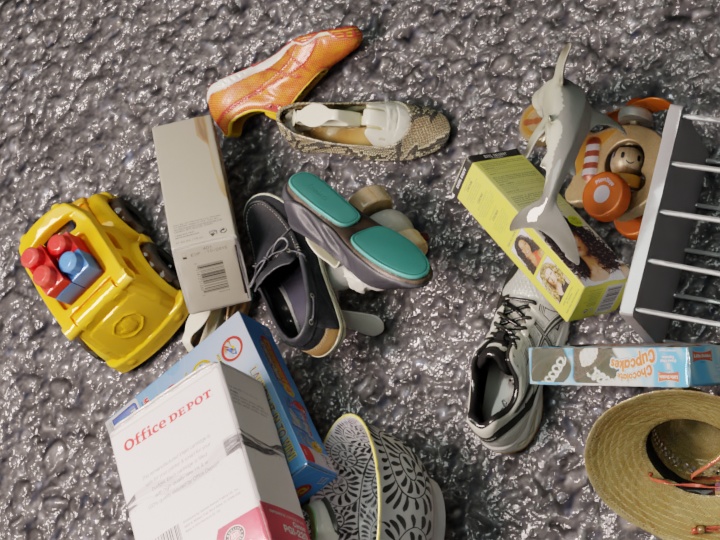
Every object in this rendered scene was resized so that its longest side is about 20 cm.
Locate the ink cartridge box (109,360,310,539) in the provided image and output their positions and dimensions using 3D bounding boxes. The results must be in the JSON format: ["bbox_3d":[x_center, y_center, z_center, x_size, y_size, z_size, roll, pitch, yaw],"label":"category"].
[{"bbox_3d":[-0.143,0.210,1.494,0.145,0.085,0.201,-33,57,19],"label":"ink cartridge box"}]

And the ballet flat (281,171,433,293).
[{"bbox_3d":[-0.005,-0.023,1.573,0.200,0.073,0.073,38,93,31],"label":"ballet flat"}]

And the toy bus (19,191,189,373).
[{"bbox_3d":[-0.310,-0.008,1.749,0.136,0.192,0.200,-44,59,10],"label":"toy bus"}]

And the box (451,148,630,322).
[{"bbox_3d":[0.179,-0.038,1.568,0.200,0.075,0.050,50,135,32],"label":"box"}]

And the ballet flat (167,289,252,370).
[{"bbox_3d":[-0.171,0.095,1.713,0.067,0.072,0.202,11,80,35],"label":"ballet flat"}]

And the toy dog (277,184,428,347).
[{"bbox_3d":[0.000,0.000,1.664,0.199,0.096,0.133,-27,66,33],"label":"toy dog"}]

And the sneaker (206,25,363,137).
[{"bbox_3d":[-0.077,-0.212,1.778,0.199,0.073,0.078,-28,85,21],"label":"sneaker"}]

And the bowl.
[{"bbox_3d":[0.024,0.244,1.537,0.200,0.093,0.203,-173,90,-71],"label":"bowl"}]

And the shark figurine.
[{"bbox_3d":[0.208,-0.123,1.509,0.089,0.129,0.216,16,47,-7],"label":"shark figurine"}]

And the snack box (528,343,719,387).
[{"bbox_3d":[0.260,0.084,1.429,0.199,0.115,0.038,-4,87,53],"label":"snack box"}]

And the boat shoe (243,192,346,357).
[{"bbox_3d":[-0.078,-0.001,1.626,0.075,0.062,0.201,-42,57,29],"label":"boat shoe"}]

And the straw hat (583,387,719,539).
[{"bbox_3d":[0.305,0.156,1.431,0.199,0.202,0.085,-6,36,25],"label":"straw hat"}]

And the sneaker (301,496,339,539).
[{"bbox_3d":[-0.091,0.300,1.565,0.077,0.088,0.201,-111,36,-50],"label":"sneaker"}]

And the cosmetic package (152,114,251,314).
[{"bbox_3d":[-0.172,-0.063,1.705,0.070,0.106,0.201,-13,47,-3],"label":"cosmetic package"}]

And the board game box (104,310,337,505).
[{"bbox_3d":[-0.145,0.180,1.598,0.195,0.056,0.201,-38,54,15],"label":"board game box"}]

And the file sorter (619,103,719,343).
[{"bbox_3d":[0.334,-0.028,1.462,0.123,0.139,0.202,11,79,26],"label":"file sorter"}]

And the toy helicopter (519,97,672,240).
[{"bbox_3d":[0.236,-0.128,1.582,0.200,0.079,0.133,36,98,43],"label":"toy helicopter"}]

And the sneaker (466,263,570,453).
[{"bbox_3d":[0.152,0.075,1.549,0.075,0.088,0.202,3,74,29],"label":"sneaker"}]

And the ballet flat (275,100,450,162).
[{"bbox_3d":[-0.005,-0.156,1.708,0.198,0.075,0.069,4,75,27],"label":"ballet flat"}]
